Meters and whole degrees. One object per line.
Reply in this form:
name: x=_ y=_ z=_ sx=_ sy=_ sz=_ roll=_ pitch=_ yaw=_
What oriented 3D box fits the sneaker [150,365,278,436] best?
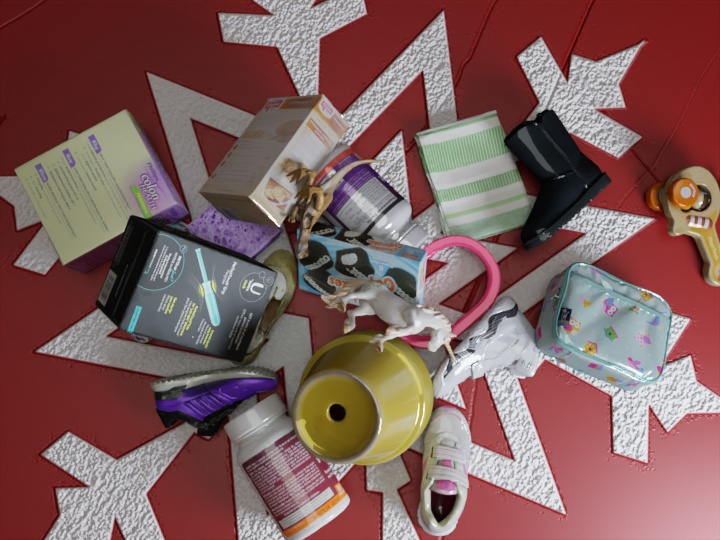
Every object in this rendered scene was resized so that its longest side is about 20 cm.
sneaker: x=-0.222 y=0.206 z=1.226 sx=0.200 sy=0.070 sz=0.100 roll=-7 pitch=89 yaw=3

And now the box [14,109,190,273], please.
box: x=-0.408 y=-0.123 z=1.253 sx=0.200 sy=0.097 sz=0.176 roll=-30 pitch=83 yaw=-3

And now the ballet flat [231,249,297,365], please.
ballet flat: x=-0.155 y=0.057 z=1.242 sx=0.071 sy=0.071 sz=0.200 roll=25 pitch=83 yaw=4

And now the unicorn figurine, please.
unicorn figurine: x=0.050 y=0.070 z=1.137 sx=0.200 sy=0.137 sz=0.074 roll=44 pitch=129 yaw=15

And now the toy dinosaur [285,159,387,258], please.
toy dinosaur: x=-0.057 y=-0.115 z=1.156 sx=0.060 sy=0.106 sz=0.200 roll=34 pitch=88 yaw=32

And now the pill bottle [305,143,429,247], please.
pill bottle: x=0.009 y=-0.095 z=1.239 sx=0.200 sy=0.111 sz=0.111 roll=45 pitch=85 yaw=5

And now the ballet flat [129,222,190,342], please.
ballet flat: x=-0.326 y=0.019 z=1.219 sx=0.072 sy=0.072 sz=0.201 roll=22 pitch=94 yaw=3

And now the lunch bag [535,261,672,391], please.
lunch bag: x=0.375 y=0.081 z=1.208 sx=0.200 sy=0.077 sz=0.161 roll=25 pitch=68 yaw=-6

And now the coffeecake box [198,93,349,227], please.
coffeecake box: x=-0.134 y=-0.172 z=1.209 sx=0.073 sy=0.153 sz=0.200 roll=45 pitch=69 yaw=-35

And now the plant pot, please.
plant pot: x=-0.008 y=0.192 z=1.137 sx=0.200 sy=0.189 sz=0.201 roll=0 pitch=90 yaw=15

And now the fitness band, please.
fitness band: x=0.128 y=0.034 z=1.251 sx=0.200 sy=0.037 sz=0.144 roll=-41 pitch=87 yaw=2

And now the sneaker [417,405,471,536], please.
sneaker: x=0.132 y=0.308 z=1.194 sx=0.081 sy=0.088 sz=0.200 roll=3 pitch=82 yaw=1

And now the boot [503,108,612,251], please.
boot: x=0.284 y=-0.148 z=1.254 sx=0.200 sy=0.076 sz=0.168 roll=-41 pitch=87 yaw=-17

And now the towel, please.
towel: x=0.186 y=-0.152 z=1.290 sx=0.152 sy=0.023 sz=0.200 roll=-17 pitch=82 yaw=-3

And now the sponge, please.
sponge: x=-0.237 y=-0.037 z=1.273 sx=0.200 sy=0.030 sz=0.112 roll=-42 pitch=84 yaw=-5

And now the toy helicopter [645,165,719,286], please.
toy helicopter: x=0.558 y=-0.073 z=1.263 sx=0.132 sy=0.079 sz=0.200 roll=-21 pitch=93 yaw=-11

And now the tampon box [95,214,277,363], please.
tampon box: x=-0.254 y=0.027 z=1.150 sx=0.200 sy=0.126 sz=0.150 roll=22 pitch=91 yaw=-36

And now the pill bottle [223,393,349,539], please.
pill bottle: x=-0.114 y=0.295 z=1.185 sx=0.114 sy=0.114 sz=0.200 roll=-33 pitch=84 yaw=-4

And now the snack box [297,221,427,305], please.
snack box: x=0.000 y=0.000 z=1.206 sx=0.200 sy=0.116 sz=0.037 roll=15 pitch=39 yaw=17

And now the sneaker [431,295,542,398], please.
sneaker: x=0.203 y=0.145 z=1.222 sx=0.115 sy=0.075 sz=0.200 roll=42 pitch=82 yaw=8
